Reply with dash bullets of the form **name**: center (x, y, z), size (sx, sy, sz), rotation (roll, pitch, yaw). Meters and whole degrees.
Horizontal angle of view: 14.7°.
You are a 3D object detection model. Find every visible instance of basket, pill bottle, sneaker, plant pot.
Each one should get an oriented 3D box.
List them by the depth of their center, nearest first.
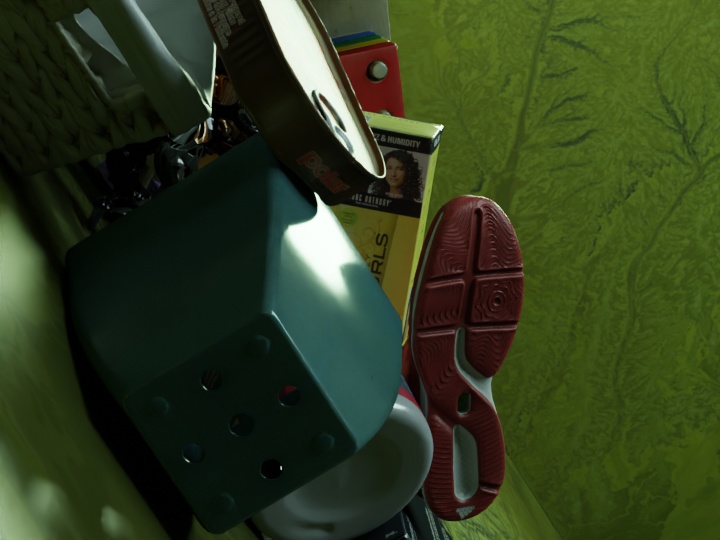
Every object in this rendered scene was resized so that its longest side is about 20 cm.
- **plant pot**: center (-0.063, 0.043, 1.461), size (0.142, 0.141, 0.200), rotation (57, 7, -18)
- **basket**: center (-0.162, -0.166, 1.573), size (0.136, 0.123, 0.201), rotation (57, 21, -35)
- **pill bottle**: center (-0.044, 0.057, 1.691), size (0.120, 0.119, 0.200), rotation (54, 6, -47)
- **sneaker**: center (0.038, 0.043, 1.715), size (0.115, 0.078, 0.201), rotation (27, -65, 57)

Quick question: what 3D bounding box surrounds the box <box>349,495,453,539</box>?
- **box**: center (0.024, 0.200, 1.758), size (0.142, 0.079, 0.200), rotation (60, 4, -16)

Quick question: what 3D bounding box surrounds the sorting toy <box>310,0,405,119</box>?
- **sorting toy**: center (-0.064, -0.160, 1.972), size (0.070, 0.198, 0.201), rotation (-145, -135, -62)

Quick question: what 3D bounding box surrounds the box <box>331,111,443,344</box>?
- **box**: center (0.000, 0.000, 1.796), size (0.050, 0.075, 0.201), rotation (-55, 156, -73)

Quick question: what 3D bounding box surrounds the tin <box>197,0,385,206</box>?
- **tin**: center (-0.044, -0.118, 1.543), size (0.112, 0.042, 0.201), rotation (39, 20, -44)

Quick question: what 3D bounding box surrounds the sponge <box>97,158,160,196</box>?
- **sponge**: center (-0.106, 0.018, 1.866), size (0.201, 0.030, 0.112), rotation (60, 3, 28)

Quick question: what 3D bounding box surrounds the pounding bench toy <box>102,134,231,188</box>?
- **pounding bench toy**: center (-0.111, -0.125, 1.839), size (0.156, 0.124, 0.200), rotation (34, 11, -17)

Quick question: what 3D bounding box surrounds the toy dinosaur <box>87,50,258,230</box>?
- **toy dinosaur**: center (-0.119, -0.091, 1.684), size (0.102, 0.199, 0.137), rotation (-164, -105, -77)
